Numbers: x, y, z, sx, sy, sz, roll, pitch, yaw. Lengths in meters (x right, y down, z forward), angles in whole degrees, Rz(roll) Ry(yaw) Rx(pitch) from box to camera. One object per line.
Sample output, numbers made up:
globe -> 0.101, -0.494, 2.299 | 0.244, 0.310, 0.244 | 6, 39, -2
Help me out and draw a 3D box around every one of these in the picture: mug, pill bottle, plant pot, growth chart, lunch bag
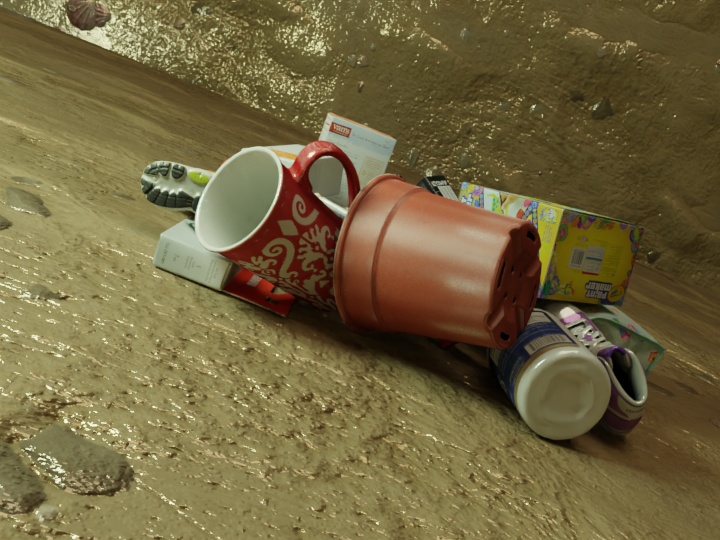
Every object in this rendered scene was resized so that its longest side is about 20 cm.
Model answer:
mug -> -0.067, -0.045, 0.970 | 0.200, 0.176, 0.135 | 38, 41, -45
pill bottle -> 0.219, 0.114, 1.003 | 0.109, 0.112, 0.200 | 19, 14, -12
plant pot -> 0.101, 0.000, 0.972 | 0.193, 0.204, 0.200 | 14, 7, 31
growth chart -> -0.006, -0.081, 1.286 | 0.143, 0.018, 0.200 | 30, 5, 16
lunch bag -> 0.327, 0.095, 1.235 | 0.198, 0.123, 0.170 | 22, 13, -27

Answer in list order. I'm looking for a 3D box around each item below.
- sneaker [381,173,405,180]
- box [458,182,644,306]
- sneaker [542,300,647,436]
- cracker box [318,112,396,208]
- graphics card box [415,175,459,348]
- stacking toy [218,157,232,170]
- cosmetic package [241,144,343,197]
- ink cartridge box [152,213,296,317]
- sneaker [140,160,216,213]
sneaker -> 0.036, -0.106, 1.369 | 0.078, 0.076, 0.200 | 17, -18, 13
box -> 0.264, -0.038, 1.180 | 0.198, 0.124, 0.192 | 7, 12, -39
sneaker -> 0.305, 0.100, 1.044 | 0.072, 0.115, 0.202 | -24, 58, -11
cracker box -> -0.030, -0.179, 1.540 | 0.132, 0.203, 0.058 | 18, 13, -19
graphics card box -> 0.113, -0.013, 1.111 | 0.050, 0.125, 0.201 | -12, 64, -48
stacking toy -> -0.119, -0.080, 1.131 | 0.199, 0.086, 0.085 | 40, 14, 0
cosmetic package -> -0.111, -0.162, 1.346 | 0.100, 0.072, 0.200 | 15, 15, 18
ink cartridge box -> -0.155, -0.015, 1.049 | 0.171, 0.044, 0.200 | 21, 13, -1
sneaker -> -0.190, -0.101, 1.082 | 0.197, 0.078, 0.085 | 21, 8, -3
